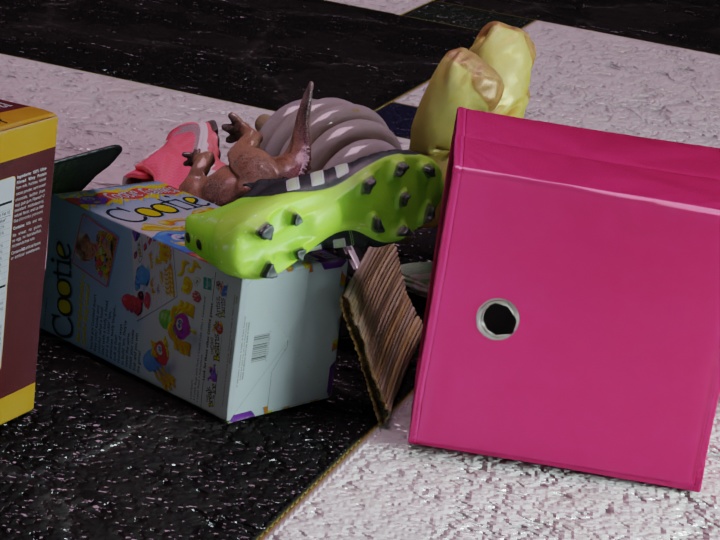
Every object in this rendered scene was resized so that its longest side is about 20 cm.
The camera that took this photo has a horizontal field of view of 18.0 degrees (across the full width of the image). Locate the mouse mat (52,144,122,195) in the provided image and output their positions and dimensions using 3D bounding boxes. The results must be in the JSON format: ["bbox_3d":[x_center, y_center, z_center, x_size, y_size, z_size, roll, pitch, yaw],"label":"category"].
[{"bbox_3d":[-0.268,-0.033,1.601,0.160,0.008,0.200,-19,-9,-34],"label":"mouse mat"}]

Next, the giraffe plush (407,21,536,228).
[{"bbox_3d":[0.117,-0.070,1.759,0.162,0.173,0.200,30,54,15],"label":"giraffe plush"}]

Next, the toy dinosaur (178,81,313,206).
[{"bbox_3d":[-0.094,-0.053,1.764,0.086,0.200,0.136,50,8,-20],"label":"toy dinosaur"}]

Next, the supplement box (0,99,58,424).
[{"bbox_3d":[-0.314,-0.014,1.427,0.196,0.201,0.133,15,18,22],"label":"supplement box"}]

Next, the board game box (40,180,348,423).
[{"bbox_3d":[-0.118,0.017,1.581,0.199,0.106,0.103,23,23,39],"label":"board game box"}]

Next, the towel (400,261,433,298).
[{"bbox_3d":[0.131,0.028,1.803,0.152,0.024,0.200,-6,20,-41],"label":"towel"}]

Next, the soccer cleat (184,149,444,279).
[{"bbox_3d":[-0.028,-0.044,1.513,0.199,0.068,0.081,-19,28,-40],"label":"soccer cleat"}]

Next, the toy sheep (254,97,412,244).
[{"bbox_3d":[-0.025,-0.083,1.912,0.137,0.139,0.200,-7,26,-41],"label":"toy sheep"}]

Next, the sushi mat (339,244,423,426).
[{"bbox_3d":[0.017,0.033,1.616,0.012,0.096,0.200,-16,13,13],"label":"sushi mat"}]

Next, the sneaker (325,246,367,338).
[{"bbox_3d":[0.000,0.000,1.751,0.087,0.076,0.200,8,16,-20],"label":"sneaker"}]

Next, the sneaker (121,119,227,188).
[{"bbox_3d":[-0.163,-0.085,1.947,0.086,0.074,0.200,3,18,-12],"label":"sneaker"}]

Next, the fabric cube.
[{"bbox_3d":[0.146,0.015,1.552,0.198,0.197,0.200,10,16,1],"label":"fabric cube"}]
